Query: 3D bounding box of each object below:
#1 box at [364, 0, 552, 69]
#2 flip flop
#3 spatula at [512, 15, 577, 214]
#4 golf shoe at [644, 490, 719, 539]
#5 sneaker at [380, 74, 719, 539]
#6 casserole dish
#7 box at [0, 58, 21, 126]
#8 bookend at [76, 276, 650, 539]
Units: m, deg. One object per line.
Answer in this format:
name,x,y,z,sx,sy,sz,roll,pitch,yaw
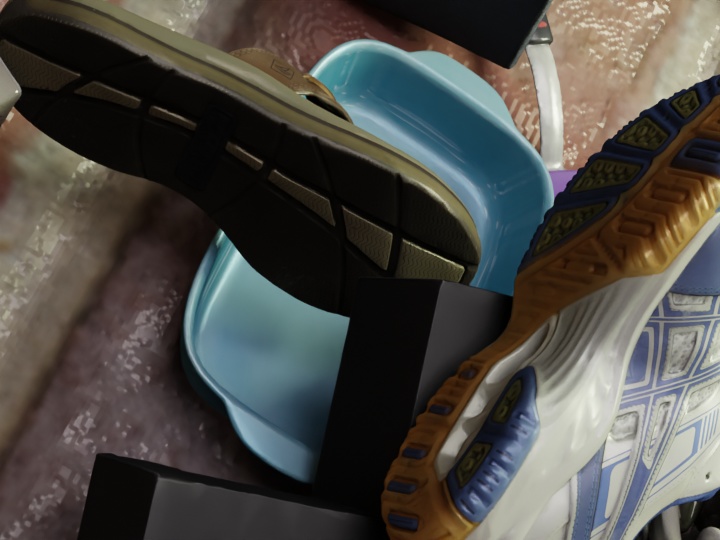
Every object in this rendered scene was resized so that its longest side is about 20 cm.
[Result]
box,0.068,-0.228,0.871,0.123,0.200,0.199,24,60,-3
flip flop,-0.041,-0.050,0.791,0.200,0.081,0.058,29,42,-8
spatula,0.078,-0.081,0.932,0.056,0.021,0.201,-5,72,-27
golf shoe,0.132,0.101,0.793,0.077,0.200,0.088,2,109,0
sneaker,0.092,0.028,0.702,0.088,0.075,0.200,39,85,-23
casserole dish,0.000,0.000,0.850,0.121,0.039,0.200,34,60,-11
box,-0.222,-0.038,0.734,0.200,0.068,0.082,-35,88,-32
bookend,-0.008,0.082,0.743,0.199,0.092,0.200,13,86,-22
